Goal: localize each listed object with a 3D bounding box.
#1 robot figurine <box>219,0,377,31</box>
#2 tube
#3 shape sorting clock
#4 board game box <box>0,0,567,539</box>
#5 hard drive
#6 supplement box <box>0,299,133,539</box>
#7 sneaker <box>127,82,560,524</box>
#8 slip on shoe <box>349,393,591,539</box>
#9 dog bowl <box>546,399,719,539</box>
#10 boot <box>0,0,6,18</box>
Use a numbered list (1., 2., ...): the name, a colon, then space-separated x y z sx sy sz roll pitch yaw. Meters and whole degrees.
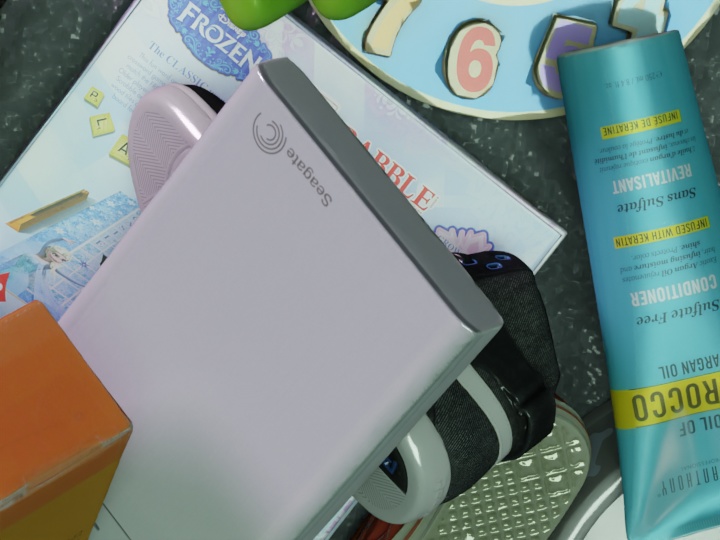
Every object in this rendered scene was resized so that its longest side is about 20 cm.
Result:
1. robot figurine: -0.038 -0.195 1.101 0.175 0.116 0.201 -2 112 36
2. tube: 0.124 0.006 1.173 0.077 0.050 0.201 -13 93 4
3. shape sorting clock: 0.064 -0.160 1.185 0.198 0.039 0.202 -1 98 -5
4. board game box: -0.053 0.000 1.197 0.200 0.041 0.200 38 94 -9
5. hard drive: -0.048 0.037 1.100 0.132 0.027 0.200 51 123 16
6. supplement box: -0.145 0.094 1.121 0.066 0.200 0.069 -30 71 -28
7. sneaker: 0.000 0.000 1.152 0.112 0.073 0.200 -24 72 -37
8. slip on shoe: 0.024 0.124 1.216 0.074 0.061 0.200 30 108 -19
9. dog bowl: 0.155 0.146 1.228 0.198 0.059 0.202 -1 98 -4
10. boot: -0.205 -0.157 1.140 0.157 0.079 0.213 13 108 0
